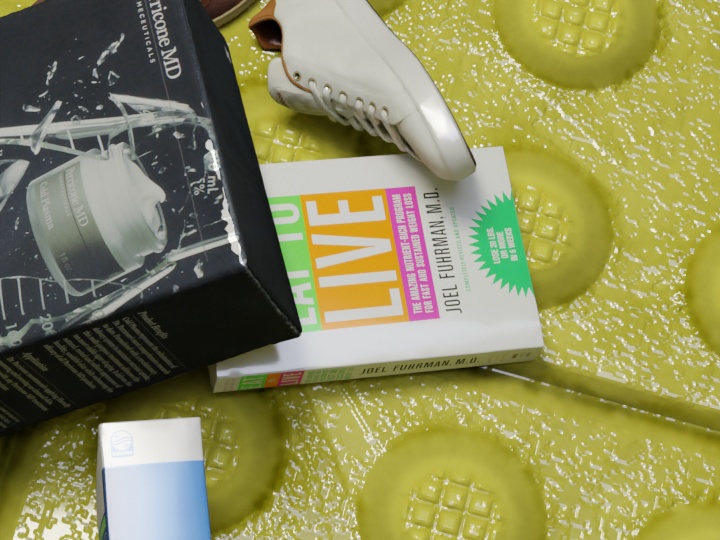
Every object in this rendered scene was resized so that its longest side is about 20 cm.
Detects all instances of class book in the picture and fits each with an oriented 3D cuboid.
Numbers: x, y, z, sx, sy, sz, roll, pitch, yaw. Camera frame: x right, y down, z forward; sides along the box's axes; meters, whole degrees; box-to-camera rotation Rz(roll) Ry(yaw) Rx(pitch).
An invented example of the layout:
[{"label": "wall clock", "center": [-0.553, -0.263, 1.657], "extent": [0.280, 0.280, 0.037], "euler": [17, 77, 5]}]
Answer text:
[{"label": "book", "center": [0.000, 0.000, 1.383], "extent": [0.199, 0.048, 0.134], "euler": [-6, 67, -13]}]

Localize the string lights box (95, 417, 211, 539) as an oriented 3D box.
[{"label": "string lights box", "center": [-0.109, 0.192, 1.246], "extent": [0.059, 0.103, 0.201], "euler": [-4, 66, -9]}]

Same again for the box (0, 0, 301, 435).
[{"label": "box", "center": [-0.159, -0.038, 1.297], "extent": [0.196, 0.124, 0.201], "euler": [-18, 67, 6]}]

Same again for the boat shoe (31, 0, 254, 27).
[{"label": "boat shoe", "center": [-0.126, -0.186, 1.434], "extent": [0.199, 0.072, 0.072], "euler": [-29, 72, -18]}]

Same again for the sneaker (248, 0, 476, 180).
[{"label": "sneaker", "center": [-0.002, -0.107, 1.404], "extent": [0.085, 0.073, 0.200], "euler": [-35, 49, -3]}]
